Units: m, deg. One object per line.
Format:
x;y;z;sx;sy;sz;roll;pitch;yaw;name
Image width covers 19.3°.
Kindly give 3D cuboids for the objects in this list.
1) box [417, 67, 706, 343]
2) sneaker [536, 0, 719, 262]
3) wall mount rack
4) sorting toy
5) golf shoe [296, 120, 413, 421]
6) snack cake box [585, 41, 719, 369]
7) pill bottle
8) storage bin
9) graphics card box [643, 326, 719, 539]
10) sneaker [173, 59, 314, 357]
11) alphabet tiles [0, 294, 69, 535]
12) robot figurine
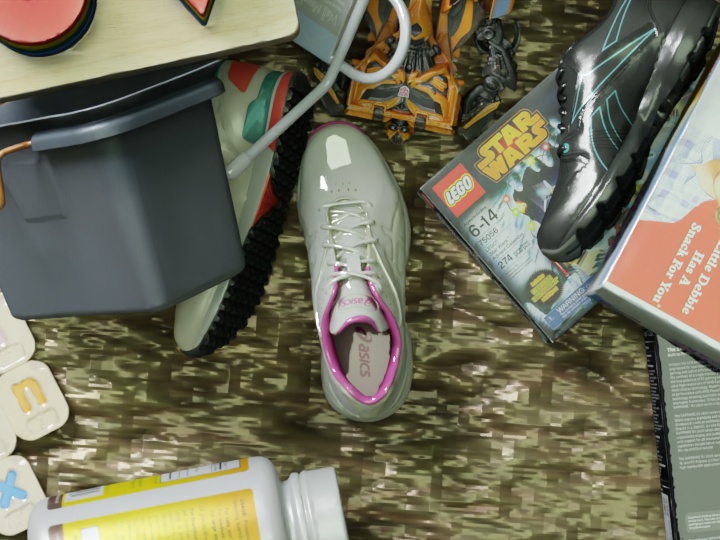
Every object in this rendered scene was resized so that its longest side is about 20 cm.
0.156;-0.067;1.410;0.200;0.040;0.137;-42;89;-3;box
0.157;-0.099;1.365;0.079;0.075;0.200;27;80;13;sneaker
-0.069;-0.160;1.355;0.200;0.074;0.174;37;111;34;wall mount rack
-0.153;-0.219;1.257;0.199;0.070;0.200;-13;88;-3;sorting toy
0.000;0.000;1.376;0.075;0.092;0.201;-9;90;0;golf shoe
0.244;-0.046;1.355;0.115;0.067;0.200;29;84;0;snack cake box
-0.107;0.183;1.359;0.199;0.109;0.110;-11;88;-2;pill bottle
-0.170;-0.042;1.319;0.145;0.200;0.135;-27;105;-43;storage bin
0.260;0.115;1.402;0.125;0.051;0.201;-7;87;-2;graphics card box
-0.101;-0.045;1.397;0.093;0.070;0.200;17;89;16;sneaker
-0.299;0.102;1.403;0.200;0.015;0.196;-28;89;-2;alphabet tiles
0.039;-0.177;1.377;0.144;0.058;0.201;11;106;3;robot figurine
